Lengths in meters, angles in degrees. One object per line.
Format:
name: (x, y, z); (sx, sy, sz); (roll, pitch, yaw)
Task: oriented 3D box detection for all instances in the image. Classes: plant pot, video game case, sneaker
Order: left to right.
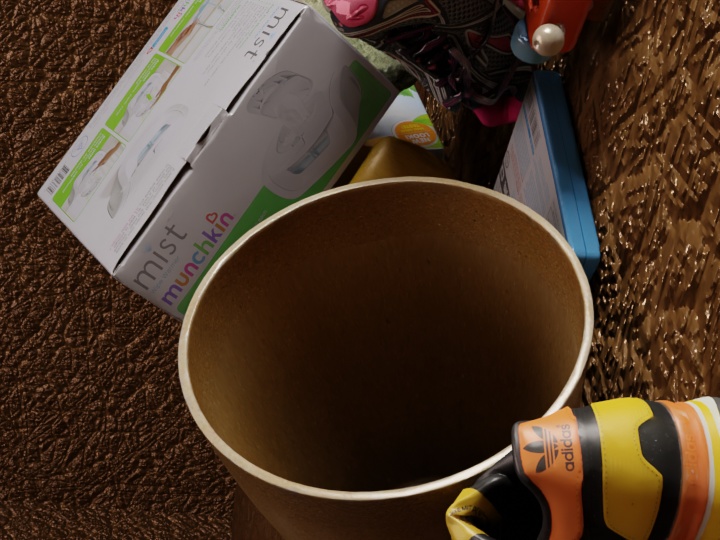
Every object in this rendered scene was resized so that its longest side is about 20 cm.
plant pot: (0.026, 0.089, 0.603); (0.201, 0.185, 0.187); (76, -172, -45)
sneaker: (0.051, -0.124, 0.649); (0.200, 0.080, 0.075); (-2, -93, -58)
video game case: (0.088, 0.009, 0.690); (0.201, 0.018, 0.144); (104, 168, -46)
sneaker: (0.072, 0.105, 0.480); (0.200, 0.089, 0.070); (108, 165, -55)

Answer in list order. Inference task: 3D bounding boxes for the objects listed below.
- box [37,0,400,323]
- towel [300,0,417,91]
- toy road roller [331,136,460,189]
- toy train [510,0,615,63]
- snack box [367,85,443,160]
box: (-0.101, -0.084, 0.797); (0.200, 0.097, 0.176); (-54, 36, -2)
towel: (-0.010, -0.176, 0.864); (0.200, 0.036, 0.149); (-17, 66, 54)
toy road roller: (0.000, 0.000, 0.795); (0.201, 0.123, 0.146); (-60, 6, -26)
toy train: (0.112, -0.200, 0.556); (0.201, 0.055, 0.151); (101, 170, -51)
snack box: (-0.046, -0.117, 0.995); (0.143, 0.199, 0.053); (-109, 20, -46)
